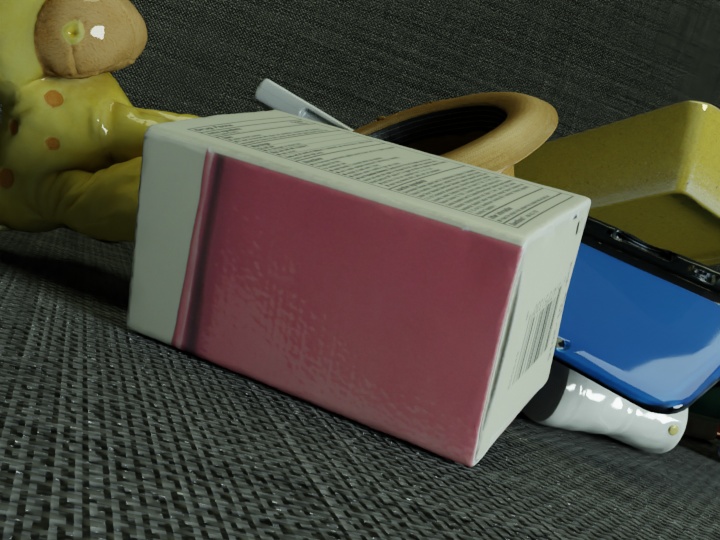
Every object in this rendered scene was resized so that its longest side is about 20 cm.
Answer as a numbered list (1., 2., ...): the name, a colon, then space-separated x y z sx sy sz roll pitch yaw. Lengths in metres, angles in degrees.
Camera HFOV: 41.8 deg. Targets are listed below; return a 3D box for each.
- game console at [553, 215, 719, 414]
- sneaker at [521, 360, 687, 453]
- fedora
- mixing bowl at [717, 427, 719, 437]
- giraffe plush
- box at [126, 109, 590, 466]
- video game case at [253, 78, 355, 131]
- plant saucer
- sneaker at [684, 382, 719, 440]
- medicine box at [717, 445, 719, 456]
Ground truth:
1. game console: 0.168 0.040 0.631 0.199 0.119 0.171 31 -13 41
2. sneaker: 0.156 0.074 0.678 0.114 0.074 0.200 18 12 -13
3. fedora: 0.043 -0.054 0.636 0.198 0.083 0.201 -18 21 7
4. mixing bowl: 0.357 0.101 0.948 0.198 0.110 0.200 16 3 -1
5. giraffe plush: -0.180 -0.113 0.594 0.197 0.164 0.173 -8 19 -3
6. box: -0.001 -0.003 0.483 0.198 0.110 0.128 18 19 22
7. video game case: 0.012 -0.081 0.831 0.181 0.023 0.200 34 -2 20
8. plant saucer: 0.221 -0.045 0.725 0.199 0.049 0.199 24 -23 -37
9. sneaker: 0.221 0.077 0.808 0.198 0.081 0.071 17 6 -3
10. medicine box: 0.385 0.080 0.730 0.102 0.184 0.199 20 4 41
